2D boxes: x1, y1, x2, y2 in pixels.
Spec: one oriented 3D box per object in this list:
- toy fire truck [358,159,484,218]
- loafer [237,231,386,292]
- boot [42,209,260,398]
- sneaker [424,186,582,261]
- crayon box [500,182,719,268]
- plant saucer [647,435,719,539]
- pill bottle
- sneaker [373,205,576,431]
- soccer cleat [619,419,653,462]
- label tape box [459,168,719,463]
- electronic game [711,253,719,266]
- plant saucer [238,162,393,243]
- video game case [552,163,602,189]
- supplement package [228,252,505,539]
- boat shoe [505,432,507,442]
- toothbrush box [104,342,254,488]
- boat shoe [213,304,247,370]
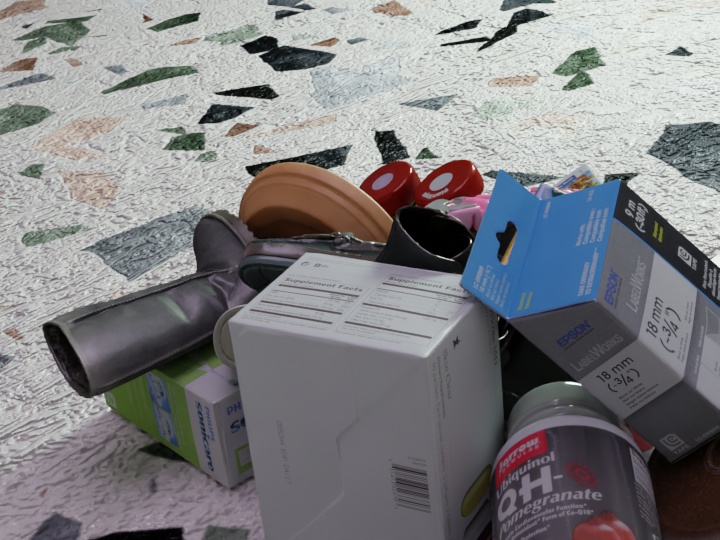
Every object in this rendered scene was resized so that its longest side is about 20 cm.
[{"bbox_3d":[0.046,-0.009,1.292,0.199,0.113,0.168,2,45,47],"label":"toy fire truck"},{"bbox_3d":[0.000,0.000,1.108,0.197,0.072,0.064,12,61,-6],"label":"loafer"},{"bbox_3d":[-0.172,0.027,1.150,0.198,0.073,0.182,-26,29,-19],"label":"boot"},{"bbox_3d":[0.145,-0.023,1.204,0.197,0.097,0.079,-9,7,-24],"label":"sneaker"},{"bbox_3d":[0.202,0.033,1.066,0.198,0.052,0.127,26,74,9],"label":"crayon box"},{"bbox_3d":[0.257,0.129,0.910,0.200,0.037,0.201,-40,21,19],"label":"plant saucer"},{"bbox_3d":[0.140,0.166,0.888,0.109,0.112,0.201,-5,32,7],"label":"pill bottle"},{"bbox_3d":[0.092,0.040,0.981,0.198,0.107,0.075,28,43,7],"label":"sneaker"},{"bbox_3d":[0.146,0.113,1.080,0.076,0.068,0.200,1,17,-31],"label":"soccer cleat"},{"bbox_3d":[0.175,0.013,0.943,0.063,0.199,0.145,-41,16,38],"label":"label tape box"},{"bbox_3d":[0.397,0.017,1.205,0.197,0.042,0.201,-7,27,4],"label":"electronic game"},{"bbox_3d":[-0.033,-0.001,1.200,0.198,0.202,0.037,12,42,35],"label":"plant saucer"},{"bbox_3d":[0.187,-0.025,1.299,0.143,0.018,0.200,-36,22,9],"label":"video game case"},{"bbox_3d":[0.012,0.109,0.959,0.154,0.202,0.111,8,31,28],"label":"supplement package"},{"bbox_3d":[0.052,0.124,1.071,0.068,0.072,0.199,-40,46,-15],"label":"boat shoe"},{"bbox_3d":[-0.119,0.085,1.177,0.145,0.087,0.199,-27,31,-33],"label":"toothbrush box"},{"bbox_3d":[-0.017,0.055,1.077,0.196,0.076,0.066,-5,-2,-6],"label":"boat shoe"}]
